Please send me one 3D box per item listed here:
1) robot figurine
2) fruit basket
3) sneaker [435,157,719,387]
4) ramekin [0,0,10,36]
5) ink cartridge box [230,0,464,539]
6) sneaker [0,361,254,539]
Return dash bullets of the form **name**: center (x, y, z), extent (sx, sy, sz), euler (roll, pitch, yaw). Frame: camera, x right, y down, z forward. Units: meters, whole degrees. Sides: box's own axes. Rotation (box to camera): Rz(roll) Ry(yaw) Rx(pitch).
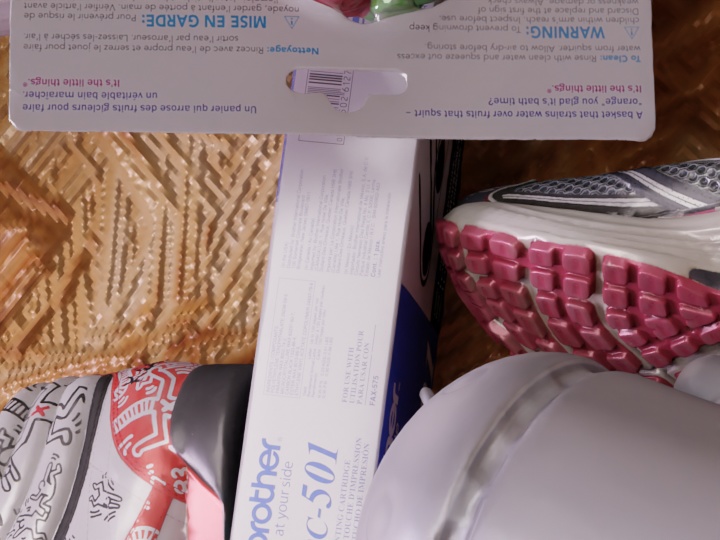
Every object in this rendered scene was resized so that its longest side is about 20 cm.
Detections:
- **robot figurine**: center (0.080, 0.090, 0.802), extent (0.199, 0.113, 0.170), euler (20, 51, 31)
- **fruit basket**: center (-0.008, -0.132, 0.864), extent (0.184, 0.094, 0.201), euler (0, 80, -5)
- **sneaker**: center (0.116, -0.005, 0.876), extent (0.199, 0.081, 0.075), euler (1, 50, 29)
- **ramekin**: center (-0.110, -0.171, 0.970), extent (0.094, 0.202, 0.204), euler (-1, 77, 17)
- **ink cartridge box**: center (0.000, 0.000, 0.917), extent (0.044, 0.094, 0.201), euler (6, 80, 10)
- **sneaker**: center (-0.083, 0.129, 0.955), extent (0.107, 0.067, 0.203), euler (-2, 74, 30)
